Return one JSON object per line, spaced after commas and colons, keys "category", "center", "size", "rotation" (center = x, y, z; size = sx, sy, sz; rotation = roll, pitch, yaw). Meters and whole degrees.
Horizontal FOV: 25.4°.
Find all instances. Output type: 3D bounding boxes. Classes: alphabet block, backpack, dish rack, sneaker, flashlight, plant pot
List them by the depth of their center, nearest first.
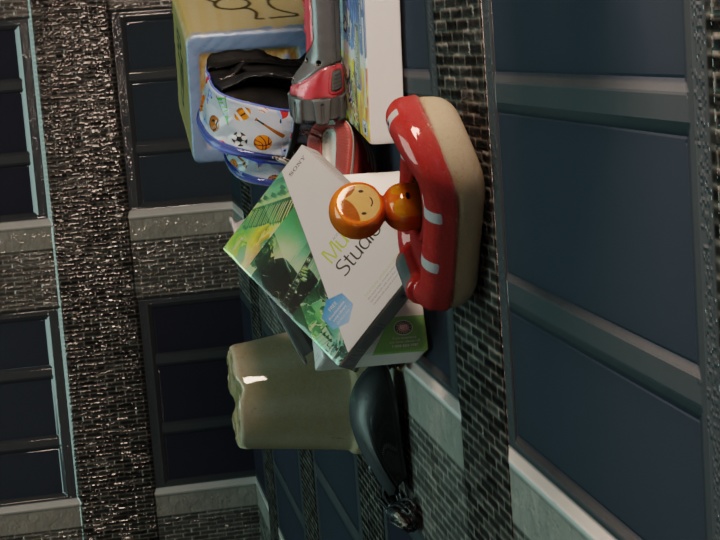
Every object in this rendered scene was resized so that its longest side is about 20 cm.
{"category": "flashlight", "center": [-0.051, -0.263, 1.756], "size": [0.068, 0.068, 0.201], "rotation": [-110, 16, -68]}
{"category": "sneaker", "center": [-0.015, -0.070, 1.839], "size": [0.115, 0.078, 0.201], "rotation": [10, -91, -64]}
{"category": "dish rack", "center": [-0.093, 0.013, 1.850], "size": [0.172, 0.043, 0.200], "rotation": [63, 179, -10]}
{"category": "backpack", "center": [-0.103, -0.191, 1.944], "size": [0.200, 0.190, 0.154], "rotation": [-116, 41, -62]}
{"category": "plant pot", "center": [-0.073, 0.152, 2.045], "size": [0.200, 0.183, 0.201], "rotation": [174, 90, -80]}
{"category": "alphabet block", "center": [-0.164, -0.286, 2.305], "size": [0.200, 0.195, 0.197], "rotation": [-112, 20, -61]}

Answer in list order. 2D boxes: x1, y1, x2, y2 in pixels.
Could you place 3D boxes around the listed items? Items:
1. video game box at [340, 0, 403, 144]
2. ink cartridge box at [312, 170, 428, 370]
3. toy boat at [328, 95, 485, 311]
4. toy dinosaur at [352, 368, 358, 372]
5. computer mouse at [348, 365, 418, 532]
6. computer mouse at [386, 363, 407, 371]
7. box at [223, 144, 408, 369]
{"category": "video game box", "center": [0.008, -0.254, 1.746], "size": [0.182, 0.047, 0.201], "rotation": [-118, 24, -72]}
{"category": "ink cartridge box", "center": [0.000, 0.000, 1.721], "size": [0.067, 0.117, 0.201], "rotation": [118, 147, -73]}
{"category": "toy boat", "center": [0.036, -0.059, 1.433], "size": [0.131, 0.130, 0.200], "rotation": [-109, 16, -53]}
{"category": "toy dinosaur", "center": [-0.039, 0.026, 1.889], "size": [0.200, 0.047, 0.088], "rotation": [59, -173, -29]}
{"category": "computer mouse", "center": [0.020, 0.207, 1.882], "size": [0.138, 0.053, 0.201], "rotation": [-169, 70, -82]}
{"category": "computer mouse", "center": [0.021, 0.015, 1.824], "size": [0.110, 0.044, 0.201], "rotation": [-127, 33, -74]}
{"category": "box", "center": [-0.035, -0.016, 1.656], "size": [0.200, 0.144, 0.036], "rotation": [44, -169, 29]}
